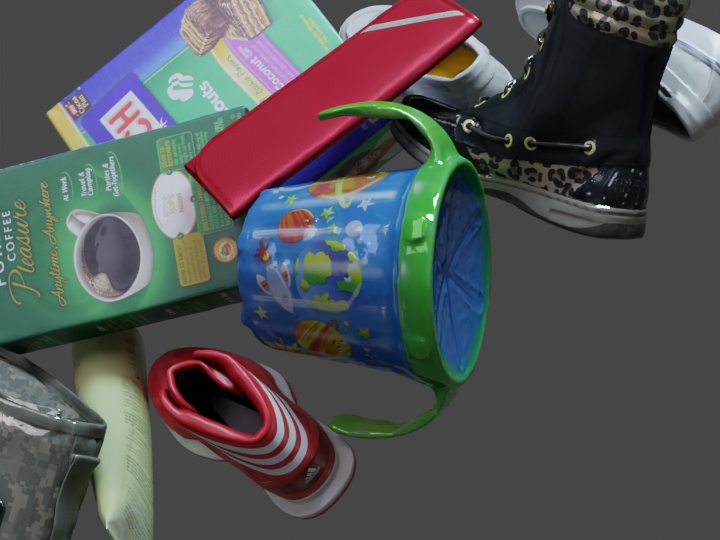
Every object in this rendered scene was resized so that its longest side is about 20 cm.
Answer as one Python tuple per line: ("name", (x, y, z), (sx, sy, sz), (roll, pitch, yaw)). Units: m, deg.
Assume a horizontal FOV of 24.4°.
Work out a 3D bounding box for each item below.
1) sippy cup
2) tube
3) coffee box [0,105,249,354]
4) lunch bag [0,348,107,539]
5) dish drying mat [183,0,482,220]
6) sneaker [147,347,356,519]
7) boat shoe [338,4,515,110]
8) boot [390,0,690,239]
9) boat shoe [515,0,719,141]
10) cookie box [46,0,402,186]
("sippy cup", (0.000, 0.000, 0.995), (0.130, 0.140, 0.179), (1, 64, 19))
("tube", (-0.159, 0.115, 1.082), (0.052, 0.058, 0.201), (-52, 33, 28))
("coffee box", (-0.153, -0.025, 1.106), (0.199, 0.044, 0.124), (-15, 76, 9))
("lunch bag", (-0.249, 0.142, 1.062), (0.200, 0.117, 0.165), (21, 97, 45))
("dish drying mat", (-0.018, -0.111, 1.055), (0.200, 0.018, 0.077), (-37, 41, -8))
("sneaker", (-0.092, 0.071, 1.037), (0.200, 0.116, 0.078), (22, 69, 47))
("boat shoe", (0.037, -0.157, 1.178), (0.071, 0.070, 0.200), (-43, 40, -4))
("boot", (0.111, -0.120, 1.030), (0.203, 0.073, 0.155), (29, 114, 42))
("boat shoe", (0.160, -0.135, 1.070), (0.066, 0.072, 0.200), (-44, 49, -12))
("cookie box", (-0.091, -0.101, 1.170), (0.200, 0.075, 0.171), (-38, 72, 4))
